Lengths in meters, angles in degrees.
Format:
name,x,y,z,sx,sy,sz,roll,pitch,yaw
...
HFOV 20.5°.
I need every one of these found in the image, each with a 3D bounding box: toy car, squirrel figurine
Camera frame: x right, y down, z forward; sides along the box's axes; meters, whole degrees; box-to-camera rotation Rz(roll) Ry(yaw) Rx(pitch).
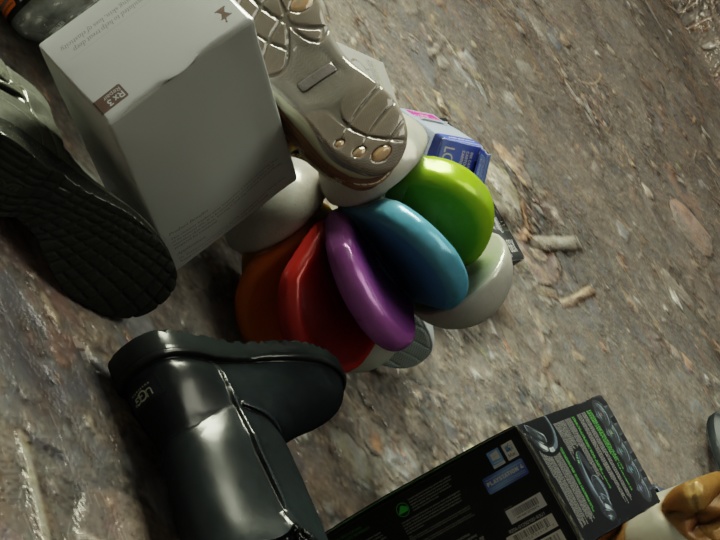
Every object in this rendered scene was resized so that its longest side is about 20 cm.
name,x,y,z,sx,sy,sz,roll,pitch,yaw
toy car,0.000,0.000,1.388,0.175,0.200,0.150,54,26,-26
squirrel figurine,0.300,0.278,1.730,0.200,0.141,0.187,-5,72,-59

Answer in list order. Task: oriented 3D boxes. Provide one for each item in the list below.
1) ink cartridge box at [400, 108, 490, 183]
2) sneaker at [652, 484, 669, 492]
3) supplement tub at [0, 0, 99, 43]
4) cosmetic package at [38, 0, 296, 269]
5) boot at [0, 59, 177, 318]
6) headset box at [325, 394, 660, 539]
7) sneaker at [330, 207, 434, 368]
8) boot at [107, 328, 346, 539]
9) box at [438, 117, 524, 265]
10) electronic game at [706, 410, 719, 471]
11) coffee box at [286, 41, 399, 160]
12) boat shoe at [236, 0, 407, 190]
name,x,y,z,sx,sy,sz,roll,pitch,yaw
ink cartridge box,0.051,-0.057,1.589,0.042,0.119,0.200,11,10,-16
sneaker,0.283,0.219,1.842,0.200,0.082,0.070,38,29,-39
supplement tub,-0.216,-0.243,1.353,0.200,0.123,0.123,56,22,-4
cosmetic package,-0.117,-0.098,1.264,0.081,0.113,0.200,46,-15,25
boot,-0.193,-0.067,1.253,0.200,0.068,0.131,44,17,-38
headset box,0.094,0.172,1.381,0.093,0.174,0.200,62,23,9
sneaker,-0.013,-0.004,1.528,0.200,0.073,0.071,45,28,-29
boot,-0.058,0.127,1.247,0.200,0.076,0.168,13,45,-51
box,0.061,-0.061,1.792,0.158,0.050,0.200,61,22,8
electronic game,0.441,0.244,2.195,0.200,0.042,0.200,47,22,-26
coffee box,-0.057,-0.120,1.520,0.200,0.113,0.080,11,56,-64
boat shoe,-0.046,-0.131,1.320,0.200,0.076,0.072,56,-18,15
